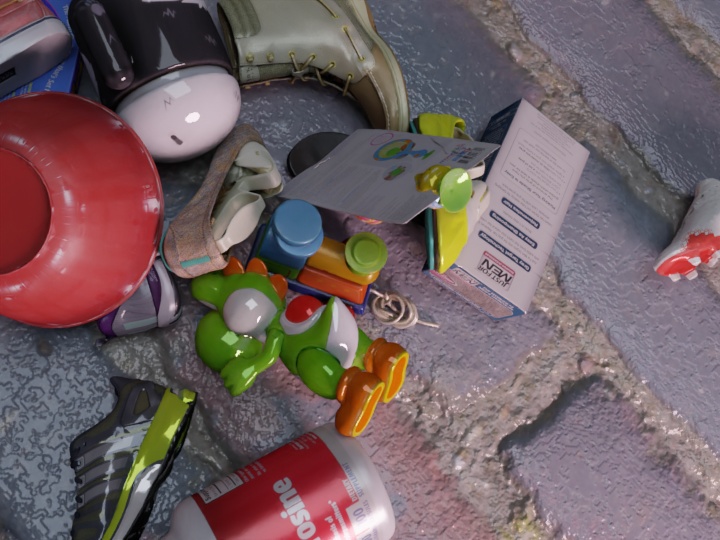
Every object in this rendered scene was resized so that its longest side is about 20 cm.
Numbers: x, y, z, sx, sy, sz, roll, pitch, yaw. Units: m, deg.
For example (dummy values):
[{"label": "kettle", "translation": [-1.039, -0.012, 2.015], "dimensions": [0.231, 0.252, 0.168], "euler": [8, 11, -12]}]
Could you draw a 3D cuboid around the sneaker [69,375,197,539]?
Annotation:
[{"label": "sneaker", "translation": [-0.210, 0.178, 0.709], "dimensions": [0.081, 0.074, 0.201], "euler": [22, 62, 3]}]

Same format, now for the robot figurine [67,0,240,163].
[{"label": "robot figurine", "translation": [-0.189, -0.196, 0.778], "dimensions": [0.150, 0.125, 0.201], "euler": [-21, 84, -33]}]

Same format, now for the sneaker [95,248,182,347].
[{"label": "sneaker", "translation": [-0.230, -0.036, 0.763], "dimensions": [0.087, 0.074, 0.201], "euler": [-21, 80, -15]}]

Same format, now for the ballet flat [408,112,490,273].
[{"label": "ballet flat", "translation": [0.086, -0.081, 0.806], "dimensions": [0.067, 0.067, 0.201], "euler": [-4, 47, 0]}]

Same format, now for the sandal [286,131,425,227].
[{"label": "sandal", "translation": [0.026, -0.093, 0.861], "dimensions": [0.199, 0.045, 0.075], "euler": [18, 71, -9]}]

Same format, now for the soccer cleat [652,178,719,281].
[{"label": "soccer cleat", "translation": [0.381, -0.054, 0.937], "dimensions": [0.199, 0.069, 0.085], "euler": [-25, 72, -24]}]

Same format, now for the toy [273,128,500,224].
[{"label": "toy", "translation": [0.022, -0.074, 0.757], "dimensions": [0.115, 0.200, 0.047], "euler": [-40, 118, -23]}]

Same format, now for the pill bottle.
[{"label": "pill bottle", "translation": [-0.081, 0.217, 0.700], "dimensions": [0.199, 0.112, 0.113], "euler": [-26, 81, -20]}]

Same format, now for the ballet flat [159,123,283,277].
[{"label": "ballet flat", "translation": [-0.109, -0.067, 0.778], "dimensions": [0.068, 0.067, 0.200], "euler": [60, 35, -37]}]

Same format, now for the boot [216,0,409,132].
[{"label": "boot", "translation": [-0.048, -0.202, 0.863], "dimensions": [0.154, 0.072, 0.201], "euler": [-18, 73, -20]}]

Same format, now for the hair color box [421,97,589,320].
[{"label": "hair color box", "translation": [0.149, -0.062, 0.867], "dimensions": [0.100, 0.060, 0.201], "euler": [33, 66, -17]}]

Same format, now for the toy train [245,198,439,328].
[{"label": "toy train", "translation": [0.000, 0.000, 0.787], "dimensions": [0.199, 0.116, 0.085], "euler": [20, 69, -8]}]

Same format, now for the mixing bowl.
[{"label": "mixing bowl", "translation": [-0.268, -0.047, 0.679], "dimensions": [0.199, 0.108, 0.201], "euler": [0, 94, 4]}]

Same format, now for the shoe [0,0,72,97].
[{"label": "shoe", "translation": [-0.354, -0.184, 0.730], "dimensions": [0.200, 0.071, 0.091], "euler": [-39, 85, -27]}]

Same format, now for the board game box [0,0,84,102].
[{"label": "board game box", "translation": [-0.333, -0.171, 0.791], "dimensions": [0.134, 0.045, 0.201], "euler": [10, 71, -12]}]

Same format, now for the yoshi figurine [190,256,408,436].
[{"label": "yoshi figurine", "translation": [-0.067, 0.071, 0.749], "dimensions": [0.200, 0.112, 0.112], "euler": [29, 77, 18]}]
